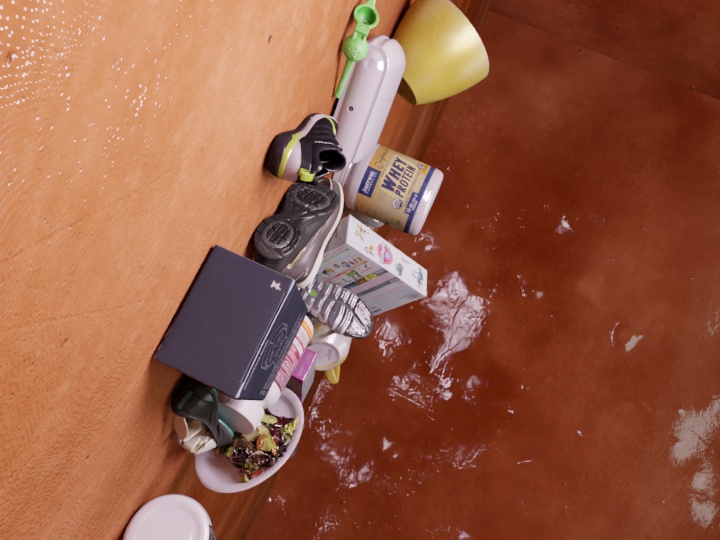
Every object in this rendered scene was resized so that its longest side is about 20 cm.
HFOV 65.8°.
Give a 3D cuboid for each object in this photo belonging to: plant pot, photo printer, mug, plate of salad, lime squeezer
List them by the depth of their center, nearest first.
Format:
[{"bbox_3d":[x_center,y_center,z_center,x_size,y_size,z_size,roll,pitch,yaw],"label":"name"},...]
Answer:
[{"bbox_3d":[0.004,-0.341,0.796,0.071,0.038,0.200,-52,164,-70],"label":"lime squeezer"},{"bbox_3d":[-0.188,0.264,0.910,0.200,0.200,0.048,-62,139,-40],"label":"plate of salad"},{"bbox_3d":[0.013,-0.290,0.936,0.166,0.069,0.200,-54,167,-67],"label":"photo printer"},{"bbox_3d":[0.128,-0.409,1.082,0.142,0.200,0.200,-41,174,-1],"label":"plant pot"},{"bbox_3d":[-0.071,0.155,1.260,0.149,0.187,0.153,-38,-156,20],"label":"mug"}]

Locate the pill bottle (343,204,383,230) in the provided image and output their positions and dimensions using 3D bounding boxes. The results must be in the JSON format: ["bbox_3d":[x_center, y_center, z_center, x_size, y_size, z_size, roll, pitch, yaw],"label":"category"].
[{"bbox_3d":[0.022,-0.172,1.325,0.112,0.112,0.200,-31,145,-81],"label":"pill bottle"}]

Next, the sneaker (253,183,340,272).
[{"bbox_3d":[-0.103,-0.065,0.847,0.200,0.076,0.091,-49,171,-41],"label":"sneaker"}]

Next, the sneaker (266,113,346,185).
[{"bbox_3d":[-0.057,-0.156,0.760,0.200,0.083,0.072,-58,171,-57],"label":"sneaker"}]

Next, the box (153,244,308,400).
[{"bbox_3d":[-0.152,0.077,0.713,0.200,0.107,0.149,96,19,-76],"label":"box"}]

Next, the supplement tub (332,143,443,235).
[{"bbox_3d":[0.053,-0.172,1.135,0.144,0.200,0.145,24,90,-85],"label":"supplement tub"}]

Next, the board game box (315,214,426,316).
[{"bbox_3d":[0.000,0.000,0.998,0.147,0.200,0.064,-25,-134,39],"label":"board game box"}]

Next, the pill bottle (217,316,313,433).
[{"bbox_3d":[-0.164,0.152,0.905,0.110,0.109,0.200,107,9,-52],"label":"pill bottle"}]

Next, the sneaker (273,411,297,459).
[{"bbox_3d":[-0.185,0.274,1.001,0.114,0.199,0.076,-36,136,0],"label":"sneaker"}]

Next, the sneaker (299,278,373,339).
[{"bbox_3d":[-0.072,0.063,0.987,0.075,0.200,0.116,-58,180,-21],"label":"sneaker"}]

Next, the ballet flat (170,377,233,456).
[{"bbox_3d":[-0.234,0.219,0.798,0.068,0.068,0.200,-50,156,-32],"label":"ballet flat"}]

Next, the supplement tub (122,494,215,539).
[{"bbox_3d":[-0.283,0.424,0.846,0.200,0.122,0.123,108,8,-54],"label":"supplement tub"}]

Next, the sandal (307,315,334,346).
[{"bbox_3d":[-0.043,0.086,1.071,0.200,0.054,0.080,-36,129,-39],"label":"sandal"}]

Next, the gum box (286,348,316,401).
[{"bbox_3d":[-0.160,0.211,1.178,0.200,0.113,0.066,103,12,-61],"label":"gum box"}]

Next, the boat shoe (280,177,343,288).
[{"bbox_3d":[-0.085,-0.074,0.920,0.061,0.072,0.201,38,62,-46],"label":"boat shoe"}]
